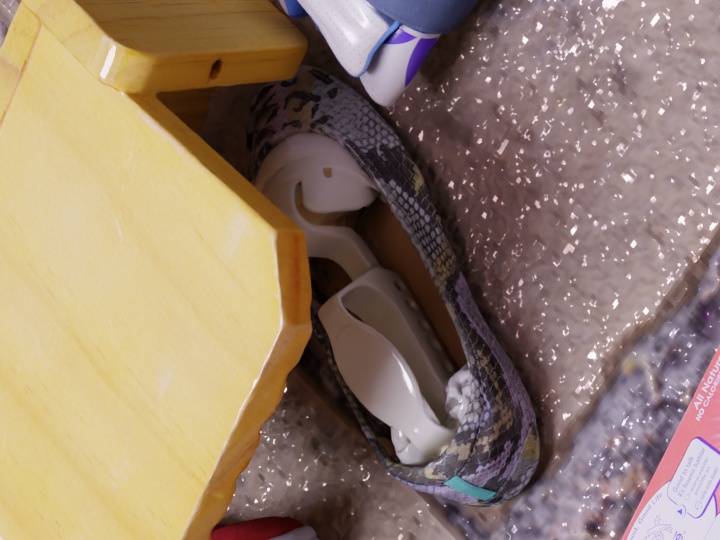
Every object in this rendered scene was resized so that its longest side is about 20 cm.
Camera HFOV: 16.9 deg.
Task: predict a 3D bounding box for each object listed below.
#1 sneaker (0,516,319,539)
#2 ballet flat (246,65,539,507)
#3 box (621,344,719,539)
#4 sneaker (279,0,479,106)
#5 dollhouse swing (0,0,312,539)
[{"bbox_3d":[-0.107,0.112,0.991,0.200,0.071,0.113,-30,75,33],"label":"sneaker"},{"bbox_3d":[0.000,0.000,0.921,0.072,0.072,0.201,-41,66,27],"label":"ballet flat"},{"bbox_3d":[0.163,0.070,0.762,0.103,0.094,0.201,37,105,53],"label":"box"},{"bbox_3d":[0.050,-0.125,0.891,0.200,0.080,0.147,22,109,30],"label":"sneaker"},{"bbox_3d":[-0.068,0.013,0.908,0.176,0.182,0.200,35,112,22],"label":"dollhouse swing"}]
